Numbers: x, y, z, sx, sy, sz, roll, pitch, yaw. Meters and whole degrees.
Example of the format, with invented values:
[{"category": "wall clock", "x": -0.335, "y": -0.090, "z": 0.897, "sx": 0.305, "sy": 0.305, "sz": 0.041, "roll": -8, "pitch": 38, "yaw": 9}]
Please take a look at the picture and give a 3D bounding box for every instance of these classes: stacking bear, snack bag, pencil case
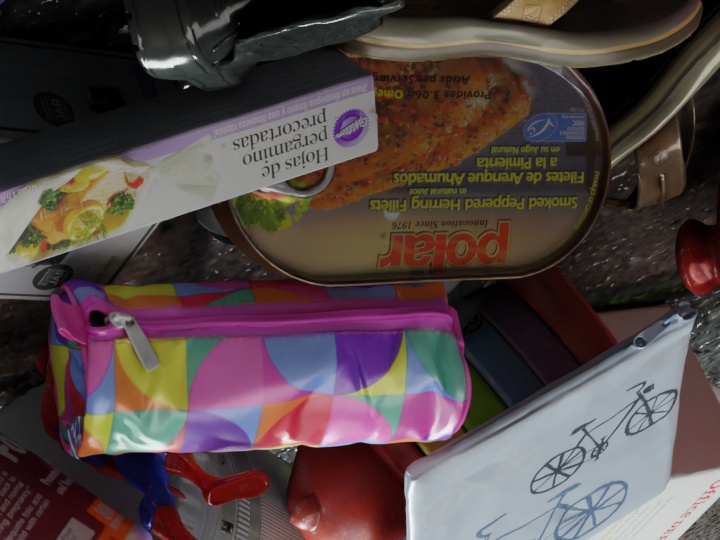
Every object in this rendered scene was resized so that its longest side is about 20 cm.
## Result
[{"category": "stacking bear", "x": 0.044, "y": 0.085, "z": 1.136, "sx": 0.200, "sy": 0.114, "sz": 0.122, "roll": -39, "pitch": 152, "yaw": -6}, {"category": "snack bag", "x": 0.095, "y": 0.112, "z": 1.097, "sx": 0.188, "sy": 0.021, "sz": 0.200, "roll": -28, "pitch": 148, "yaw": -16}, {"category": "pencil case", "x": -0.048, "y": 0.043, "z": 0.941, "sx": 0.199, "sy": 0.089, "sz": 0.088, "roll": -2, "pitch": 146, "yaw": -19}]

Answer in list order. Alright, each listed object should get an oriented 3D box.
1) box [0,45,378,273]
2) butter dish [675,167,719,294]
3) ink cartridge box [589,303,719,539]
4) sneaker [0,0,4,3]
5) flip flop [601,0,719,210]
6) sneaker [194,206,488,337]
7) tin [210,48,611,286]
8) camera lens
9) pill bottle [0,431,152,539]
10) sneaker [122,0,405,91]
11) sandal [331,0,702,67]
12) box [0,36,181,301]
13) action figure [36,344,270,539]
[{"category": "box", "x": -0.088, "y": -0.045, "z": 0.839, "sx": 0.200, "sy": 0.041, "sz": 0.039, "roll": -20, "pitch": 126, "yaw": -24}, {"category": "butter dish", "x": 0.249, "y": -0.015, "z": 1.136, "sx": 0.147, "sy": 0.201, "sz": 0.199, "roll": -7, "pitch": 158, "yaw": 22}, {"category": "ink cartridge box", "x": 0.134, "y": 0.112, "z": 1.287, "sx": 0.200, "sy": 0.125, "sz": 0.129, "roll": -5, "pitch": 148, "yaw": -31}, {"category": "sneaker", "x": -0.138, "y": -0.142, "z": 0.732, "sx": 0.200, "sy": 0.074, "sz": 0.082, "roll": -27, "pitch": 153, "yaw": -9}, {"category": "flip flop", "x": 0.154, "y": -0.070, "z": 1.041, "sx": 0.200, "sy": 0.058, "sz": 0.081, "roll": -47, "pitch": -173, "yaw": 29}, {"category": "sneaker", "x": 0.000, "y": 0.000, "z": 1.020, "sx": 0.200, "sy": 0.075, "sz": 0.114, "roll": -3, "pitch": 118, "yaw": -37}, {"category": "tin", "x": 0.023, "y": -0.050, "z": 0.940, "sx": 0.199, "sy": 0.112, "sz": 0.042, "roll": -2, "pitch": -179, "yaw": -26}, {"category": "camera lens", "x": -0.117, "y": 0.156, "z": 1.150, "sx": 0.160, "sy": 0.160, "sz": 0.200, "roll": -29, "pitch": 150, "yaw": 12}, {"category": "pill bottle", "x": -0.210, "y": 0.121, "z": 0.975, "sx": 0.114, "sy": 0.200, "sz": 0.114, "roll": -56, "pitch": -179, "yaw": 2}, {"category": "sneaker", "x": -0.028, "y": -0.107, "z": 0.779, "sx": 0.104, "sy": 0.060, "sz": 0.200, "roll": -14, "pitch": -174, "yaw": 9}, {"category": "sandal", "x": 0.069, "y": -0.127, "z": 0.912, "sx": 0.199, "sy": 0.080, "sz": 0.054, "roll": -1, "pitch": 113, "yaw": -21}, {"category": "box", "x": -0.181, "y": -0.045, "z": 0.872, "sx": 0.200, "sy": 0.060, "sz": 0.117, "roll": 2, "pitch": 143, "yaw": -38}, {"category": "action figure", "x": -0.113, "y": 0.082, "z": 1.015, "sx": 0.052, "sy": 0.200, "sz": 0.066, "roll": -7, "pitch": 117, "yaw": -37}]
